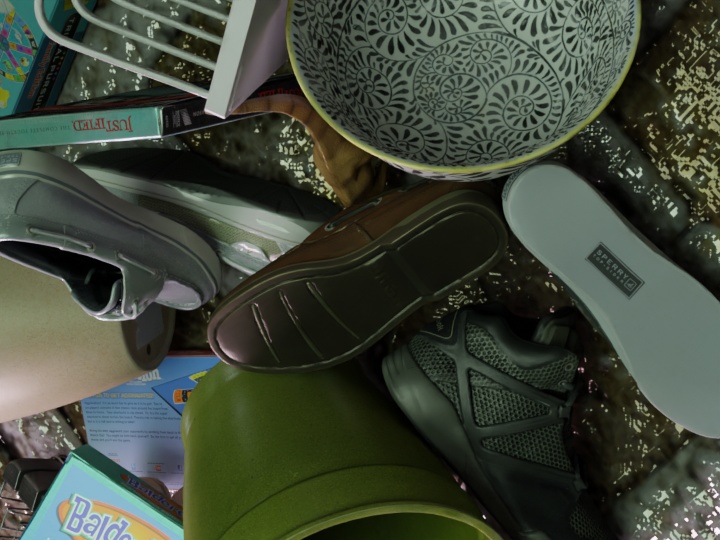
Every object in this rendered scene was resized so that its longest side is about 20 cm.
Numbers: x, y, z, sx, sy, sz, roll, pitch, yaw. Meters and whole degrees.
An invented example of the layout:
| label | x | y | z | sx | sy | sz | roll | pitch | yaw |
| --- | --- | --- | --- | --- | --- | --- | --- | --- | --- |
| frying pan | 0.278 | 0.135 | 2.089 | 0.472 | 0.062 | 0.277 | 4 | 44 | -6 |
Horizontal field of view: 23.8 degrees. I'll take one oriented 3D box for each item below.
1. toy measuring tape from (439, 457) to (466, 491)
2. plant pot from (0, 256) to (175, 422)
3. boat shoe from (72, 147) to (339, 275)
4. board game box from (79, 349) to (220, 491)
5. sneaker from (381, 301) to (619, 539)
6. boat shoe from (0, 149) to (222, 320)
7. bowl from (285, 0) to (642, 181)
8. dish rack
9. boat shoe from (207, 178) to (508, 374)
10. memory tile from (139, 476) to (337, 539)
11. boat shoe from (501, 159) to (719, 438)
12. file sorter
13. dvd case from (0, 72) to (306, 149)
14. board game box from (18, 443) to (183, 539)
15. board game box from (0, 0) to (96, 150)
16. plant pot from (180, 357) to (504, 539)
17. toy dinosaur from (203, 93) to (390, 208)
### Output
| label | x | y | z | sx | sy | sz | roll | pitch | yaw |
| --- | --- | --- | --- | --- | --- | --- | --- | --- | --- |
| toy measuring tape | 0.035 | 0.227 | 1.130 | 0.073 | 0.073 | 0.202 | 17 | 112 | 27 |
| plant pot | -0.238 | 0.025 | 1.201 | 0.198 | 0.187 | 0.189 | -1 | 102 | 18 |
| boat shoe | -0.109 | -0.035 | 1.152 | 0.200 | 0.074 | 0.065 | 16 | 111 | 19 |
| board game box | -0.119 | 0.108 | 1.226 | 0.199 | 0.019 | 0.104 | -2 | 103 | 32 |
| sneaker | 0.115 | 0.099 | 1.040 | 0.114 | 0.076 | 0.200 | -38 | 95 | 14 |
| boat shoe | -0.162 | -0.005 | 1.065 | 0.070 | 0.200 | 0.072 | -11 | 63 | 33 |
| bowl | 0.061 | -0.123 | 0.987 | 0.199 | 0.094 | 0.202 | -3 | 64 | 6 |
| dish rack | -0.247 | 0.248 | 1.258 | 0.153 | 0.054 | 0.201 | 31 | 104 | 55 |
| boat shoe | 0.000 | 0.000 | 1.039 | 0.199 | 0.068 | 0.072 | -22 | 119 | 14 |
| memory tile | -0.105 | 0.225 | 1.191 | 0.199 | 0.017 | 0.155 | 2 | 78 | 33 |
| boat shoe | 0.160 | 0.011 | 1.001 | 0.069 | 0.057 | 0.200 | -41 | 95 | 8 |
| file sorter | -0.088 | -0.200 | 1.000 | 0.124 | 0.200 | 0.140 | 21 | 114 | 5 |
| dvd case | -0.119 | -0.101 | 1.062 | 0.145 | 0.200 | 0.022 | -2 | 102 | 31 |
| board game box | -0.180 | 0.243 | 1.157 | 0.152 | 0.045 | 0.201 | 33 | 95 | 5 |
| board game box | -0.275 | -0.185 | 1.230 | 0.151 | 0.047 | 0.201 | 39 | 120 | 18 |
| plant pot | -0.029 | 0.148 | 1.058 | 0.201 | 0.199 | 0.193 | -60 | 35 | 28 |
| toy dinosaur | -0.013 | -0.077 | 1.046 | 0.060 | 0.107 | 0.200 | 3 | 147 | 28 |
